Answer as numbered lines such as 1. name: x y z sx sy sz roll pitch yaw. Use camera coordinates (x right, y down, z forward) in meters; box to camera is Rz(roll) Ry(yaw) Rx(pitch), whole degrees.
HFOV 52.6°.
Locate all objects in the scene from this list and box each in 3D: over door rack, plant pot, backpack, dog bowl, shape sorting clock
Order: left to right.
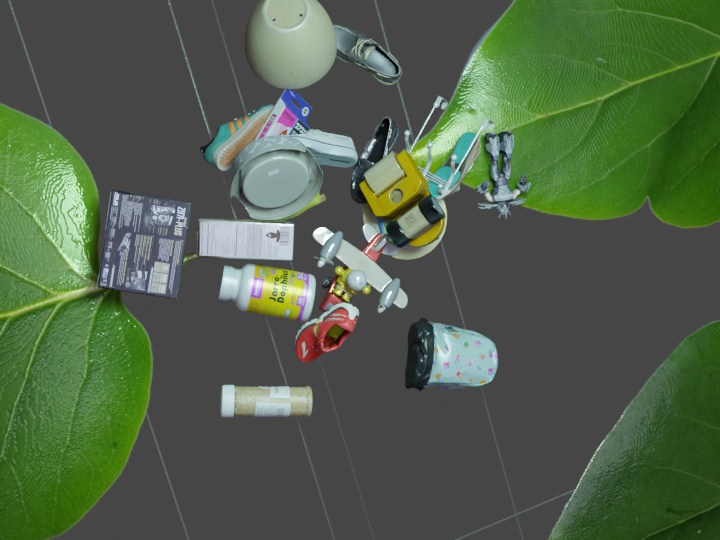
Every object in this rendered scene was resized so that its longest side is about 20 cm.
1. dog bowl: -0.179 -0.196 1.516 0.197 0.201 0.059 -16 54 -12
2. plant pot: -0.149 -0.498 1.502 0.197 0.135 0.203 0 75 0
3. shape sorting clock: 0.101 -0.125 1.658 0.197 0.039 0.203 1 85 -7
4. over door rack: 0.177 -0.287 1.616 0.147 0.067 0.201 33 85 29
5. backpack: 0.209 0.203 1.658 0.197 0.126 0.170 8 88 -16

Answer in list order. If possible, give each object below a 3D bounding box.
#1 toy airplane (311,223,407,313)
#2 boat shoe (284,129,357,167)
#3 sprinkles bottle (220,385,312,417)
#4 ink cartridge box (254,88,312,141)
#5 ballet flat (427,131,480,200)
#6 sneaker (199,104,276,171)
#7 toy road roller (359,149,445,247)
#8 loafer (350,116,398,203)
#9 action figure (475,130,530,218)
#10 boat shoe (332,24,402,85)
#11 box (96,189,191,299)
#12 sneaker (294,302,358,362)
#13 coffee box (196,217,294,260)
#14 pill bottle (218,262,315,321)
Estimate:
1. toy airplane: 0.000 0.000 1.571 0.197 0.141 0.202 -5 105 -1
2. boat shoe: -0.099 -0.270 1.583 0.198 0.073 0.068 8 61 -35
3. sprinkles bottle: -0.206 0.287 1.597 0.197 0.068 0.069 3 92 -13
4. ink cartridge box: -0.171 -0.286 1.567 0.094 0.037 0.202 35 82 -51
5. ballet flat: 0.217 -0.221 1.659 0.201 0.068 0.067 -53 146 -13
6. sneaker: -0.258 -0.296 1.551 0.079 0.072 0.200 30 61 28
7. toy road roller: 0.104 -0.145 1.571 0.122 0.146 0.202 -34 74 19
8. loafer: 0.025 -0.249 1.615 0.071 0.063 0.202 22 85 12
9. action figure: 0.325 -0.219 1.691 0.128 0.069 0.203 -9 98 -17
10. boat shoe: 0.010 -0.483 1.600 0.198 0.073 0.075 26 87 -13
11. box: -0.446 -0.055 1.515 0.161 0.086 0.203 8 92 -13
12. sneaker: -0.081 0.146 1.569 0.077 0.085 0.200 32 127 -19
13. coffee box: -0.246 -0.068 1.546 0.197 0.114 0.081 2 95 -12
14. pill bottle: -0.202 0.043 1.566 0.197 0.104 0.106 10 91 -13
